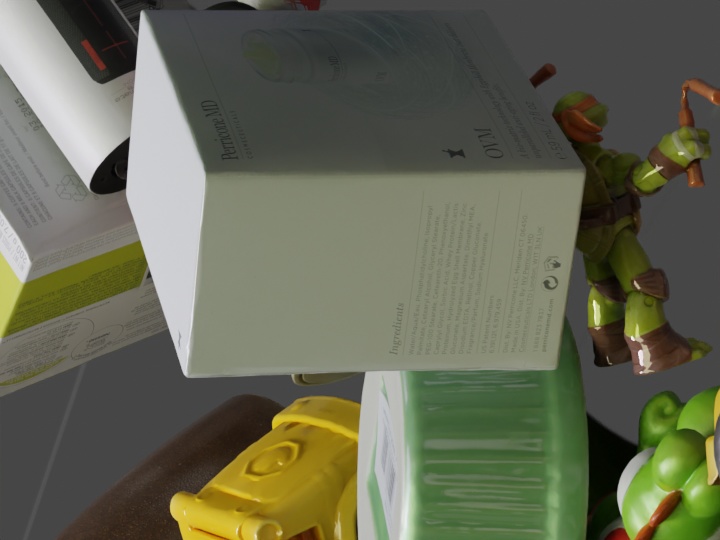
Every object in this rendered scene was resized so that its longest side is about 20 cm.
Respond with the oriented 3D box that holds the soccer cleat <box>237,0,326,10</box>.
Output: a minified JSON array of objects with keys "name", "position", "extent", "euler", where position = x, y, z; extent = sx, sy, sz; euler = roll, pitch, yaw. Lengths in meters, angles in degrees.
[{"name":"soccer cleat","position":[-0.089,-0.212,1.636],"extent":[0.069,0.085,0.201],"euler":[-24,89,58]}]

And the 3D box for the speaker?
[{"name":"speaker","position":[-0.184,-0.144,1.671],"extent":[0.200,0.081,0.081],"euler":[54,146,15]}]

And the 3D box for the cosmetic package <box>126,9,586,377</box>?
[{"name":"cosmetic package","position":[-0.009,-0.046,1.447],"extent":[0.200,0.199,0.123],"euler":[-115,27,-58]}]

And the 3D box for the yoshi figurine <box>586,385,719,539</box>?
[{"name":"yoshi figurine","position":[0.178,0.124,1.474],"extent":[0.200,0.112,0.112],"euler":[107,171,-64]}]

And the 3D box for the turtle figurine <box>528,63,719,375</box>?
[{"name":"turtle figurine","position":[0.134,-0.028,1.443],"extent":[0.200,0.064,0.162],"euler":[-3,107,57]}]

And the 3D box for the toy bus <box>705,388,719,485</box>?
[{"name":"toy bus","position":[0.241,0.009,1.262],"extent":[0.200,0.135,0.193],"euler":[-19,81,61]}]

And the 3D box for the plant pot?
[{"name":"plant pot","position":[-0.125,0.205,1.849],"extent":[0.187,0.199,0.188],"euler":[34,135,42]}]

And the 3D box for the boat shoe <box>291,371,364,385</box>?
[{"name":"boat shoe","position":[0.000,0.000,1.663],"extent":[0.200,0.074,0.069],"euler":[-58,45,53]}]

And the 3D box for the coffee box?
[{"name":"coffee box","position":[-0.201,-0.065,1.787],"extent":[0.200,0.199,0.198],"euler":[56,147,17]}]

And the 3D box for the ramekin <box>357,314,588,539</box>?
[{"name":"ramekin","position":[0.057,0.116,1.531],"extent":[0.200,0.097,0.201],"euler":[-178,90,-82]}]

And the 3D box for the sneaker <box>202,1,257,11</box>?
[{"name":"sneaker","position":[-0.050,-0.053,1.620],"extent":[0.108,0.067,0.202],"euler":[87,165,-81]}]

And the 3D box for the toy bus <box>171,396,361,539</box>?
[{"name":"toy bus","position":[-0.036,0.207,1.706],"extent":[0.135,0.192,0.201],"euler":[9,125,52]}]
